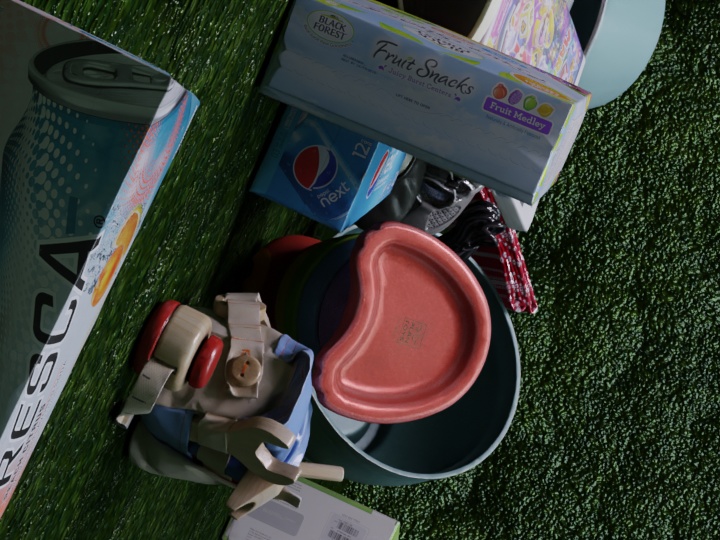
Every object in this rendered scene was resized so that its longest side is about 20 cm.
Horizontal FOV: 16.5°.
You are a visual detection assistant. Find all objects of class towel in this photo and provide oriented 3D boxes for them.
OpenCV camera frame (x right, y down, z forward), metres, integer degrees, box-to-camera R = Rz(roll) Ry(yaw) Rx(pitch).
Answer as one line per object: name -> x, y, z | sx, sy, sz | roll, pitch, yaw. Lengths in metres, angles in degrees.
towel -> 0.079, -0.066, 1.934 | 0.145, 0.022, 0.201 | -160, -129, -73

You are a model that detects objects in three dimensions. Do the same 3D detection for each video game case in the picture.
video game case -> 0.107, -0.134, 1.668 | 0.200, 0.018, 0.144 | 60, 45, -60

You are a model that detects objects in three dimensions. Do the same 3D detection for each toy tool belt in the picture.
toy tool belt -> -0.063, 0.078, 1.439 | 0.200, 0.122, 0.125 | 94, 21, -75

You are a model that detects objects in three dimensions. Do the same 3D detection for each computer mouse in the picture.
computer mouse -> 0.000, 0.000, 1.770 | 0.199, 0.044, 0.110 | -21, 176, -25

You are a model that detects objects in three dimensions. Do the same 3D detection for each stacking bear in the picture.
stacking bear -> -0.011, 0.024, 1.594 | 0.200, 0.113, 0.122 | 18, -91, 61

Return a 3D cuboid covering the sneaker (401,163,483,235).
sneaker -> 0.067, -0.089, 1.791 | 0.082, 0.074, 0.200 | -76, -170, -45

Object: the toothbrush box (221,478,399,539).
toothbrush box -> -0.044, 0.253, 2.327 | 0.200, 0.145, 0.087 | 88, 27, -77

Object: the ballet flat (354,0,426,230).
ballet flat -> 0.021, -0.125, 1.746 | 0.068, 0.068, 0.201 | -2, 107, -73

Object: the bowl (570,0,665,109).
bowl -> 0.157, -0.202, 1.905 | 0.200, 0.105, 0.202 | -16, -112, 48

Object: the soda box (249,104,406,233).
soda box -> -0.011, -0.079, 1.580 | 0.200, 0.064, 0.068 | -46, 160, -78

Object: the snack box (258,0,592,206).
snack box -> 0.044, -0.104, 1.443 | 0.200, 0.168, 0.068 | -42, 155, -79

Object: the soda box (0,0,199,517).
soda box -> -0.126, 0.017, 0.795 | 0.064, 0.068, 0.201 | 22, 94, -85

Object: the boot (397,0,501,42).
boot -> 0.082, -0.239, 1.578 | 0.144, 0.072, 0.201 | -34, 137, -69

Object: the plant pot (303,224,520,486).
plant pot -> 0.003, 0.076, 1.890 | 0.134, 0.200, 0.201 | -29, -153, 53

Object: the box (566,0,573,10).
box -> 0.132, -0.287, 1.799 | 0.137, 0.040, 0.201 | 62, -35, 40
